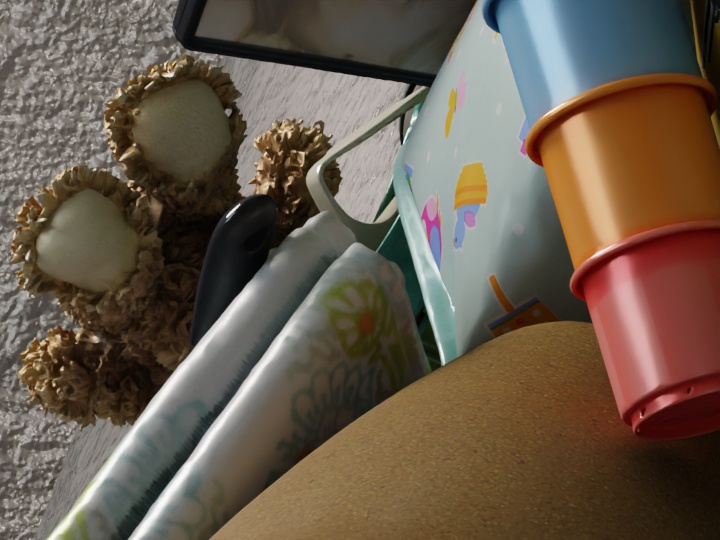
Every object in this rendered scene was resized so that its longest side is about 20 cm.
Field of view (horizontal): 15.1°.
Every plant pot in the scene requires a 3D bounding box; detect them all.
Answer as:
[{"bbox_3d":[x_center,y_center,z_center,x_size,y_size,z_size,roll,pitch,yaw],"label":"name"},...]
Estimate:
[{"bbox_3d":[0.035,0.105,0.694,0.187,0.186,0.200,-62,-2,36],"label":"plant pot"}]

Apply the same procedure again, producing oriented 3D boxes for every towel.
[{"bbox_3d":[-0.036,0.105,0.773,0.200,0.048,0.171,-54,-36,-28],"label":"towel"}]

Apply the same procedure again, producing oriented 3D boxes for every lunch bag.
[{"bbox_3d":[0.090,-0.063,0.843,0.200,0.122,0.171,-98,29,-60],"label":"lunch bag"}]

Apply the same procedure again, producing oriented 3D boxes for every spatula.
[{"bbox_3d":[-0.043,0.031,0.830,0.056,0.021,0.200,-32,-23,-22],"label":"spatula"}]

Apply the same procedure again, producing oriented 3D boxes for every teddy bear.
[{"bbox_3d":[-0.067,-0.001,0.982,0.145,0.067,0.200,-65,-26,-2],"label":"teddy bear"}]

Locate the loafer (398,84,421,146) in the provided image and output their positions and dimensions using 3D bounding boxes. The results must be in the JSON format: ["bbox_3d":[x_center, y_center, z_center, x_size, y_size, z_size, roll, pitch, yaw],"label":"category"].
[{"bbox_3d":[0.064,-0.071,1.158,0.200,0.072,0.063,129,154,-55],"label":"loafer"}]

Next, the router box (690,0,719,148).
[{"bbox_3d":[0.123,-0.049,0.620,0.200,0.052,0.158,-127,29,-79],"label":"router box"}]

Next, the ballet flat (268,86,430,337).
[{"bbox_3d":[0.000,0.000,0.962,0.200,0.070,0.067,-57,5,-24],"label":"ballet flat"}]

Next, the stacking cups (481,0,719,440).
[{"bbox_3d":[0.060,-0.058,0.686,0.061,0.060,0.201,126,134,-57],"label":"stacking cups"}]

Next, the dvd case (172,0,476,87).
[{"bbox_3d":[0.048,-0.126,0.917,0.018,0.199,0.143,56,132,50],"label":"dvd case"}]

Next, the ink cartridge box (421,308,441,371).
[{"bbox_3d":[0.009,0.084,1.099,0.148,0.076,0.200,-88,22,-62],"label":"ink cartridge box"}]
